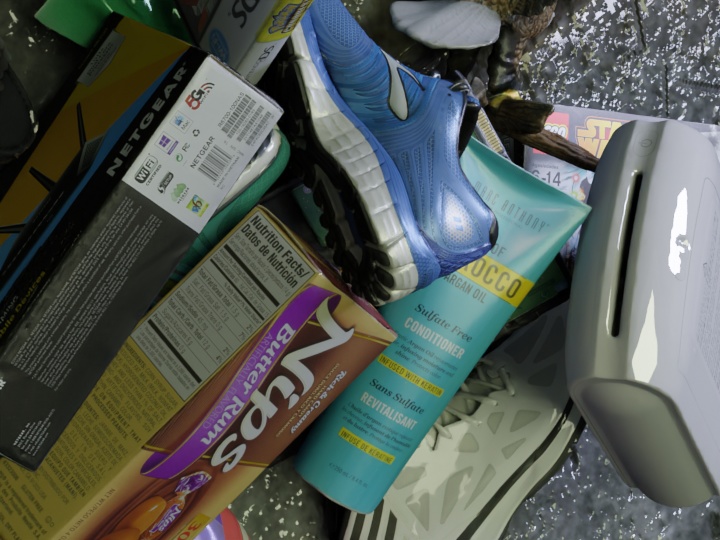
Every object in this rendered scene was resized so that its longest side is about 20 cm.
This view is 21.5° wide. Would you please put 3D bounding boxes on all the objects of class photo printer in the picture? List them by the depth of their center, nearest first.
[{"bbox_3d":[0.168,0.023,1.054,0.200,0.069,0.167,52,46,-58],"label":"photo printer"}]

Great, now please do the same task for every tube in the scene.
[{"bbox_3d":[0.037,0.032,1.001,0.077,0.050,0.200,29,98,-13],"label":"tube"}]

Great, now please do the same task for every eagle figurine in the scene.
[{"bbox_3d":[0.099,-0.175,1.088,0.151,0.151,0.201,23,90,-16],"label":"eagle figurine"}]

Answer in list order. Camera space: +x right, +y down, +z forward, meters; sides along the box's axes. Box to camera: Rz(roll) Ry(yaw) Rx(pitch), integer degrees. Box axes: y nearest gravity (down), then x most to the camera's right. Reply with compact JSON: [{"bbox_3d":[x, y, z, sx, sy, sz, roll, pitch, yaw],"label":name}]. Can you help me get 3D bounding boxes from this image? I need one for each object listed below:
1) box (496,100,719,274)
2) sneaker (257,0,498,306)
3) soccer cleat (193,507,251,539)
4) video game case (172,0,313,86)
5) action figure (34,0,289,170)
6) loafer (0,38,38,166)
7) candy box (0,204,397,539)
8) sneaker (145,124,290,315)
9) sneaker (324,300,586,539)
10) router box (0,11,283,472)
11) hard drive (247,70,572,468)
[{"bbox_3d":[0.168,-0.028,1.182,0.199,0.040,0.137,3,89,-32],"label":"box"},{"bbox_3d":[0.008,-0.075,0.955,0.089,0.079,0.200,-14,62,-22],"label":"sneaker"},{"bbox_3d":[-0.061,0.209,1.021,0.067,0.076,0.201,-22,103,-30],"label":"soccer cleat"},{"bbox_3d":[-0.070,-0.210,0.894,0.025,0.181,0.200,-19,75,-29],"label":"video game case"},{"bbox_3d":[-0.073,-0.115,1.018,0.200,0.055,0.118,40,69,-23],"label":"action figure"},{"bbox_3d":[-0.216,-0.115,0.873,0.200,0.063,0.072,46,55,-35],"label":"loafer"},{"bbox_3d":[-0.084,0.070,0.943,0.200,0.056,0.117,-43,153,2],"label":"candy box"},{"bbox_3d":[-0.101,0.000,0.968,0.080,0.078,0.200,30,108,-35],"label":"sneaker"},{"bbox_3d":[0.051,0.087,1.074,0.115,0.076,0.201,30,91,-28],"label":"sneaker"},{"bbox_3d":[-0.135,-0.020,0.899,0.051,0.149,0.200,36,87,-28],"label":"router box"},{"bbox_3d":[0.000,0.000,1.026,0.200,0.038,0.140,-30,109,3],"label":"hard drive"}]
